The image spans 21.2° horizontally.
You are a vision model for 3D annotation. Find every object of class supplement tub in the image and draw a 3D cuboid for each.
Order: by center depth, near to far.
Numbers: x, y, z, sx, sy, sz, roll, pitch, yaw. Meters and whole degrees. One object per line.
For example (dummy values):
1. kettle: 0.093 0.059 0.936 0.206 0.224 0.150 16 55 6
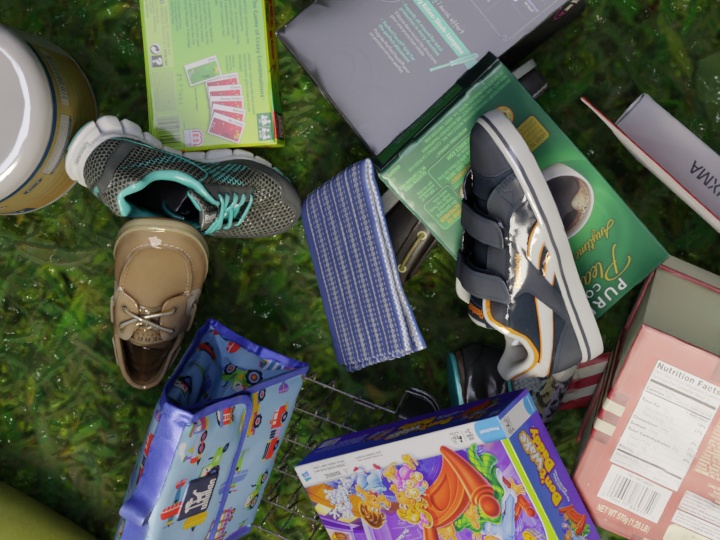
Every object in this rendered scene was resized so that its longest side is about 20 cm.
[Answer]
1. supplement tub: -0.283 -0.115 1.471 0.144 0.200 0.145 0 90 7

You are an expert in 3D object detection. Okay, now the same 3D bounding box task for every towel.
1. towel: 0.000 0.000 1.446 0.024 0.200 0.145 -14 87 -16

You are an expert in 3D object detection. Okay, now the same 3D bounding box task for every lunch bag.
1. lunch bag: -0.130 0.140 1.397 0.094 0.200 0.151 24 108 11

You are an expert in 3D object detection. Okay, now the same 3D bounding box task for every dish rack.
1. dish rack: -0.051 0.141 1.510 0.200 0.055 0.154 21 106 10

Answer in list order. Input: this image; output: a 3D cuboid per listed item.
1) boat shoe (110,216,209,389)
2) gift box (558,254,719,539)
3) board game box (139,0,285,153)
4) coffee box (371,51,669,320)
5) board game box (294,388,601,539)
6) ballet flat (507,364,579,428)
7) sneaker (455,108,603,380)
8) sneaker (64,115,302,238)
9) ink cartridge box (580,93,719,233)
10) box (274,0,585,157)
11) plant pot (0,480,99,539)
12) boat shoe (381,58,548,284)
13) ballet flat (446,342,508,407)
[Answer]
1. boat shoe: -0.154 0.026 1.460 0.071 0.200 0.065 6 61 -4
2. gift box: 0.246 0.113 1.425 0.184 0.187 0.200 28 113 4
3. board game box: -0.120 -0.194 1.527 0.101 0.048 0.200 -5 91 6
4. coffee box: 0.116 -0.044 1.395 0.123 0.044 0.200 -43 108 5
5. board game box: 0.062 0.172 1.398 0.200 0.045 0.135 -19 102 41
6. ballet flat: 0.144 0.024 1.476 0.072 0.072 0.201 -5 83 7
7. sneaker: 0.103 -0.010 1.339 0.079 0.078 0.200 -25 112 -6
8. sneaker: -0.125 -0.051 1.463 0.200 0.091 0.078 11 115 -34
9. ink cartridge box: 0.261 -0.055 1.392 0.044 0.174 0.200 -47 64 5
10. box: 0.057 -0.190 1.455 0.200 0.149 0.124 -39 88 5
11. plant pot: -0.302 0.239 1.505 0.200 0.187 0.187 15 93 -9
12. boat shoe: 0.079 -0.076 1.496 0.061 0.072 0.201 45 103 5
13. ballet flat: 0.104 0.156 1.500 0.068 0.068 0.200 0 91 -7
